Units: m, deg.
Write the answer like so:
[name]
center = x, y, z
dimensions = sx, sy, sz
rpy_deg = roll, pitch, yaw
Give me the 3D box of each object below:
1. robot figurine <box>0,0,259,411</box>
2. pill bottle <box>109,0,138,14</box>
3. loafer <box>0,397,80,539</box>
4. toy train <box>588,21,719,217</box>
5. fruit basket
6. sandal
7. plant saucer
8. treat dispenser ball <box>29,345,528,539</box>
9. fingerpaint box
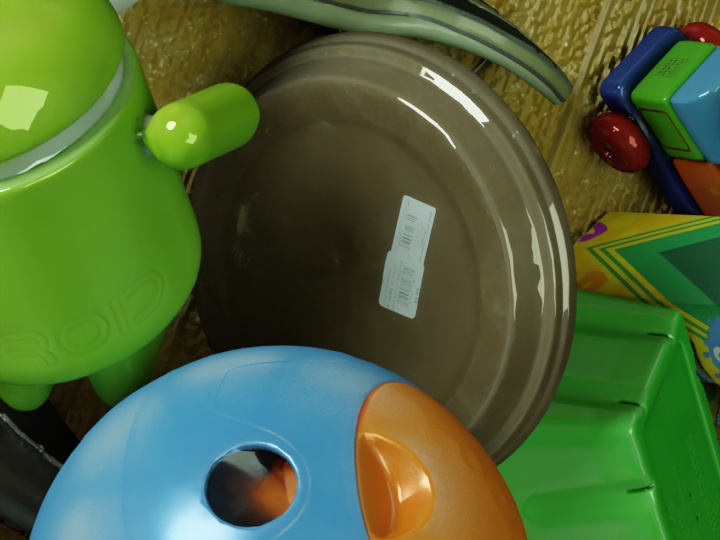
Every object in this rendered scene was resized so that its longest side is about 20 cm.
[robot figurine]
center = -0.131, -0.038, 0.890
dimensions = 0.116, 0.175, 0.200
rpy_deg = -74, 155, -45
[pill bottle]
center = -0.149, -0.195, 0.899
dimensions = 0.111, 0.111, 0.200
rpy_deg = -50, 120, -12
[loafer]
center = -0.161, 0.058, 0.968
dimensions = 0.200, 0.073, 0.071
rpy_deg = 34, 82, -32
[toy train]
center = 0.208, -0.027, 1.137
dimensions = 0.085, 0.116, 0.200
rpy_deg = -45, 118, -17
[fruit basket]
center = 0.063, 0.118, 1.084
dimensions = 0.216, 0.215, 0.156
rpy_deg = 63, 34, -24
[sandal]
center = 0.002, -0.108, 1.035
dimensions = 0.200, 0.080, 0.057
rpy_deg = 13, 111, -25
[plant saucer]
center = 0.000, 0.000, 0.980
dimensions = 0.029, 0.200, 0.201
rpy_deg = -16, 110, -53
[treat dispenser ball]
center = -0.032, 0.130, 0.894
dimensions = 0.200, 0.201, 0.202
rpy_deg = -7, 104, -29
[fingerpaint box]
center = 0.193, 0.076, 1.118
dimensions = 0.073, 0.167, 0.200
rpy_deg = -41, 119, -31
